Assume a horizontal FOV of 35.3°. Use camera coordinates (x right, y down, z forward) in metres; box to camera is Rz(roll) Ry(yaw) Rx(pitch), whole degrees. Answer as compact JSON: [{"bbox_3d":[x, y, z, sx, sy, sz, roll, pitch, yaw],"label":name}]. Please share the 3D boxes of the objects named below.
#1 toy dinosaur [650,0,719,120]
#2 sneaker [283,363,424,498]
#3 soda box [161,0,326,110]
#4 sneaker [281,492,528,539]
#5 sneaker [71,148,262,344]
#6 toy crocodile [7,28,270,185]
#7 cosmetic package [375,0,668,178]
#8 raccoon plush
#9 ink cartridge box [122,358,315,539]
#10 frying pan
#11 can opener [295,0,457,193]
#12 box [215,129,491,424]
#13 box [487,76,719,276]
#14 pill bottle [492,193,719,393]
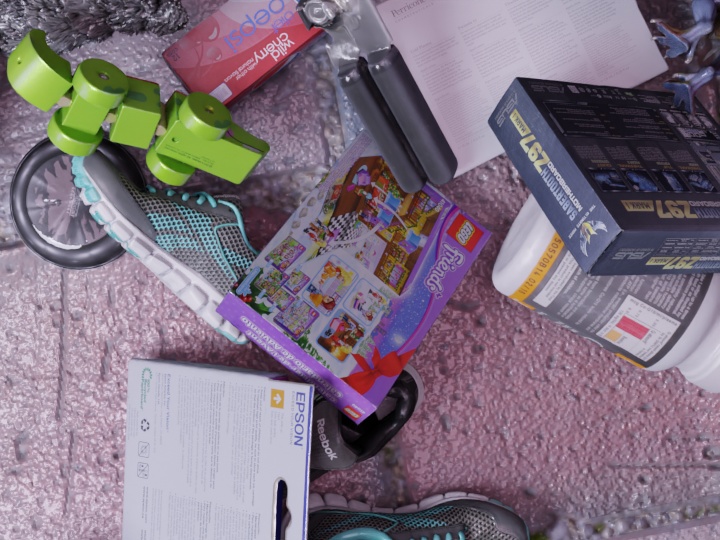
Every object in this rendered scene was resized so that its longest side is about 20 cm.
[{"bbox_3d":[0.310,-0.195,0.881,0.181,0.200,0.105,-36,117,-14],"label":"toy dinosaur"},{"bbox_3d":[-0.038,0.134,0.899,0.200,0.091,0.067,-29,91,-2],"label":"sneaker"},{"bbox_3d":[-0.060,-0.204,0.901,0.200,0.070,0.063,-38,95,-1],"label":"soda box"},{"bbox_3d":[0.037,0.225,0.895,0.200,0.091,0.078,-2,99,-3],"label":"sneaker"},{"bbox_3d":[-0.137,-0.035,0.888,0.091,0.078,0.200,-49,115,-8],"label":"sneaker"},{"bbox_3d":[-0.161,-0.115,0.835,0.200,0.062,0.068,17,133,-27],"label":"toy crocodile"},{"bbox_3d":[0.125,-0.184,0.921,0.200,0.052,0.151,-26,94,-2],"label":"cosmetic package"},{"bbox_3d":[-0.219,-0.177,0.848,0.134,0.097,0.200,16,66,26],"label":"raccoon plush"},{"bbox_3d":[-0.103,0.172,0.865,0.200,0.043,0.197,4,91,37],"label":"ink cartridge box"},{"bbox_3d":[-0.200,-0.035,0.921,0.190,0.031,0.115,36,92,-1],"label":"frying pan"},{"bbox_3d":[0.016,-0.155,0.859,0.053,0.067,0.200,-15,122,30],"label":"can opener"},{"bbox_3d":[0.000,0.000,0.873,0.137,0.039,0.200,39,54,-3],"label":"box"},{"bbox_3d":[0.213,-0.070,0.846,0.200,0.051,0.158,-2,49,-33],"label":"box"},{"bbox_3d":[0.215,0.010,0.896,0.200,0.116,0.116,29,89,-3],"label":"pill bottle"}]
